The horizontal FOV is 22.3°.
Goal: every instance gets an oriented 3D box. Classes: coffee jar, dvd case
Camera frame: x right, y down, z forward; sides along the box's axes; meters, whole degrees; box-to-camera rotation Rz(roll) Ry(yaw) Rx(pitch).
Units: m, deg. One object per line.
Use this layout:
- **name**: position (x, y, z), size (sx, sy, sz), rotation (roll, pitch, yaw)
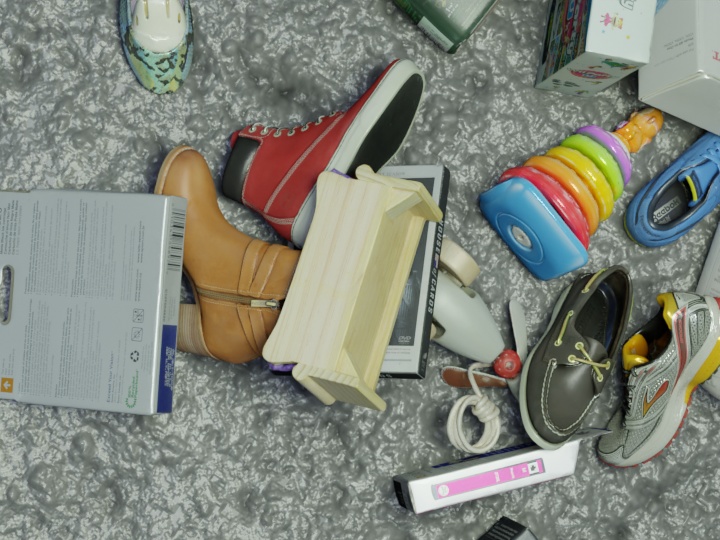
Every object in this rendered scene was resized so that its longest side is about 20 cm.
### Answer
- **coffee jar**: position (0.044, -0.304, 1.730), size (0.200, 0.085, 0.105), rotation (40, 90, -4)
- **dvd case**: position (0.000, 0.000, 1.680), size (0.149, 0.025, 0.202), rotation (0, 70, 23)

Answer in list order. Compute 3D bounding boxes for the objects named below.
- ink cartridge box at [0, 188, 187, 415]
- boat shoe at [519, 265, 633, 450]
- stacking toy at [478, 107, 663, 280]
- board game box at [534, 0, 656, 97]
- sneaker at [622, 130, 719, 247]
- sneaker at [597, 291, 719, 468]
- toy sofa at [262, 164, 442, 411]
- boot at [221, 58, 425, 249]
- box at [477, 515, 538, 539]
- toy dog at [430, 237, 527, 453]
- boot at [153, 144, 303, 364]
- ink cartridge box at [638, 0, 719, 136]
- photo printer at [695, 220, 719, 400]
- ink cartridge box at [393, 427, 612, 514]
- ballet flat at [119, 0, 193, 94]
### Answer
- **ink cartridge box**: position (-0.256, 0.027, 1.676), size (0.198, 0.041, 0.202), rotation (4, 89, 25)
- **boat shoe**: position (0.202, 0.075, 1.690), size (0.071, 0.061, 0.202), rotation (35, 50, -14)
- **stacking toy**: position (0.218, -0.094, 1.740), size (0.200, 0.116, 0.110), rotation (-42, 95, -19)
- **board game box**: position (0.222, -0.250, 1.690), size (0.064, 0.200, 0.149), rotation (10, 85, -7)
- **sneaker**: position (0.338, -0.096, 1.758), size (0.200, 0.078, 0.066), rotation (-42, 90, -9)
- **sneaker**: position (0.268, 0.097, 1.705), size (0.081, 0.078, 0.201), rotation (16, 119, -17)
- **toy sofa**: position (-0.005, 0.015, 1.614), size (0.097, 0.083, 0.202), rotation (11, 75, 22)
- **boot**: position (-0.041, -0.132, 1.698), size (0.144, 0.072, 0.201), rotation (34, 88, 30)
- **box**: position (0.131, 0.369, 1.684), size (0.196, 0.124, 0.200), rotation (-40, 92, -5)
- **toy dog**: position (0.100, 0.061, 1.727), size (0.131, 0.096, 0.201), rotation (-28, 105, -10)
- **boot**: position (-0.109, -0.017, 1.661), size (0.073, 0.154, 0.202), rotation (-15, 101, -49)
- **ink cartridge box**: position (0.335, -0.239, 1.709), size (0.144, 0.087, 0.202), rotation (16, 65, -34)
- **photo printer**: position (0.373, 0.027, 1.701), size (0.069, 0.166, 0.202), rotation (16, 96, -18)
- **ink cartridge box**: position (0.134, 0.185, 1.707), size (0.198, 0.095, 0.037), rotation (-15, 89, -7)
- **ballet flat**: position (-0.193, -0.268, 1.709), size (0.073, 0.074, 0.202), rotation (-5, 87, -7)
